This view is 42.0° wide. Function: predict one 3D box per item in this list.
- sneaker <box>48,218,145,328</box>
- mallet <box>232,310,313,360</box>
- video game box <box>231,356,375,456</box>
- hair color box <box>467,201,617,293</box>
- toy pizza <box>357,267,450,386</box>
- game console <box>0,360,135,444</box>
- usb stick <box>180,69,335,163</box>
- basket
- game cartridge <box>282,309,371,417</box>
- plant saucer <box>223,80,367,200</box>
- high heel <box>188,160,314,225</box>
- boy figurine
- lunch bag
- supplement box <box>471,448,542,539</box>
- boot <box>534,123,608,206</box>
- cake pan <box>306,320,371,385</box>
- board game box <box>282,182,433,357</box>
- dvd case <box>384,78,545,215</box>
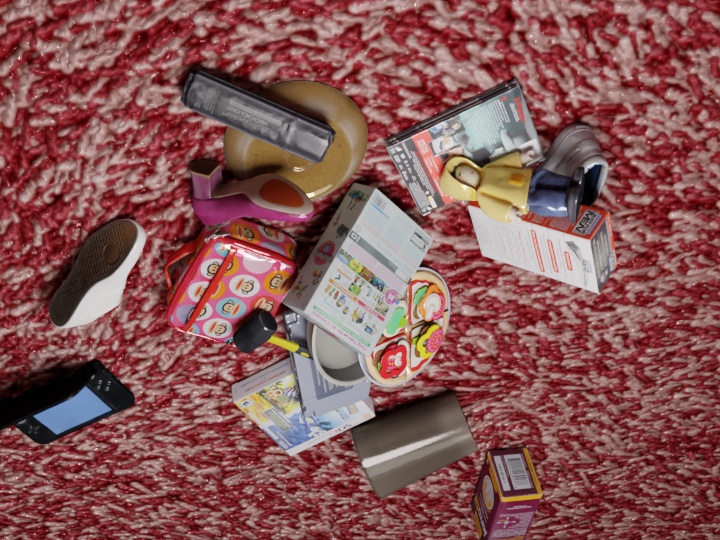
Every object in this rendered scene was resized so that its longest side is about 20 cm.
[{"bbox_3d":[-0.363,0.003,1.346,0.200,0.073,0.084,-44,159,20],"label":"sneaker"},{"bbox_3d":[-0.112,0.120,1.425,0.065,0.042,0.200,-32,142,19],"label":"mallet"},{"bbox_3d":[-0.096,0.227,1.630,0.181,0.047,0.200,-29,133,10],"label":"video game box"},{"bbox_3d":[0.261,-0.051,1.346,0.064,0.199,0.112,-49,140,-24],"label":"hair color box"},{"bbox_3d":[0.077,0.093,1.478,0.199,0.032,0.203,-20,122,-35],"label":"toy pizza"},{"bbox_3d":[-0.486,0.238,1.495,0.198,0.117,0.177,-23,134,10],"label":"game console"},{"bbox_3d":[-0.128,-0.194,1.184,0.198,0.033,0.056,22,119,-10],"label":"usb stick"},{"bbox_3d":[0.102,0.311,1.701,0.198,0.137,0.181,-23,151,3],"label":"basket"},{"bbox_3d":[-0.047,0.134,1.512,0.132,0.042,0.202,-19,121,-19],"label":"game cartridge"},{"bbox_3d":[-0.084,-0.159,1.263,0.197,0.036,0.202,-7,134,-7],"label":"plant saucer"},{"bbox_3d":[-0.142,-0.081,1.252,0.198,0.067,0.097,23,138,27],"label":"high heel"},{"bbox_3d":[0.208,-0.120,1.293,0.197,0.125,0.065,12,148,19],"label":"boy figurine"},{"bbox_3d":[-0.200,0.013,1.377,0.174,0.083,0.201,19,127,-23],"label":"lunch bag"},{"bbox_3d":[0.292,0.466,1.897,0.084,0.111,0.202,-2,134,-10],"label":"supplement box"},{"bbox_3d":[0.288,-0.107,1.360,0.073,0.096,0.201,6,132,-19],"label":"boot"},{"bbox_3d":[-0.007,0.077,1.442,0.199,0.037,0.203,-21,121,-38],"label":"cake pan"},{"bbox_3d":[0.000,0.000,1.345,0.147,0.064,0.202,38,78,-38],"label":"board game box"},{"bbox_3d":[0.150,-0.170,1.320,0.198,0.022,0.146,-24,134,11],"label":"dvd case"}]
